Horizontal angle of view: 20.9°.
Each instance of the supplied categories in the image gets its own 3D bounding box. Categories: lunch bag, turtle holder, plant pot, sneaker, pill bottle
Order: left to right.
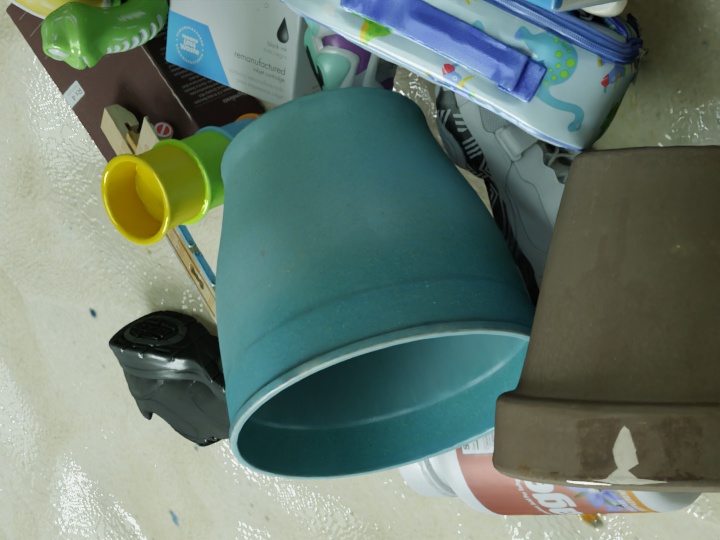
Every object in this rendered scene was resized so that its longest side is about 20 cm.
[{"bbox_3d":[-0.187,-0.215,1.282,0.141,0.131,0.186,163,103,-69],"label":"turtle holder"},{"bbox_3d":[-0.102,0.093,1.471,0.199,0.076,0.091,17,128,40],"label":"sneaker"},{"bbox_3d":[0.000,0.000,1.181,0.200,0.199,0.189,-39,55,42],"label":"plant pot"},{"bbox_3d":[0.028,-0.175,1.227,0.078,0.139,0.201,-115,5,-58],"label":"sneaker"},{"bbox_3d":[0.060,-0.141,1.097,0.199,0.161,0.083,27,103,9],"label":"lunch bag"},{"bbox_3d":[0.121,0.102,1.260,0.199,0.112,0.113,-8,104,41],"label":"pill bottle"},{"bbox_3d":[0.124,-0.066,1.213,0.115,0.075,0.201,-7,109,39],"label":"sneaker"},{"bbox_3d":[0.168,0.023,1.044,0.200,0.200,0.176,0,91,38],"label":"plant pot"}]

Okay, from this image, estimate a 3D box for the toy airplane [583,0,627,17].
[{"bbox_3d":[0.142,-0.265,1.018,0.199,0.141,0.200,-38,83,7],"label":"toy airplane"}]

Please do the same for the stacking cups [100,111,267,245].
[{"bbox_3d":[-0.079,-0.075,1.282,0.060,0.200,0.061,19,121,35],"label":"stacking cups"}]

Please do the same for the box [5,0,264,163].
[{"bbox_3d":[-0.159,-0.142,1.405,0.200,0.075,0.100,54,131,4],"label":"box"}]

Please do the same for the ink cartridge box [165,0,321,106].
[{"bbox_3d":[-0.062,-0.223,1.295,0.116,0.068,0.201,23,121,29],"label":"ink cartridge box"}]

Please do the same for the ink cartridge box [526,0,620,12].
[{"bbox_3d":[0.058,-0.232,0.974,0.200,0.084,0.147,29,122,35],"label":"ink cartridge box"}]

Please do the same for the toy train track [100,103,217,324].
[{"bbox_3d":[-0.119,-0.034,1.338,0.200,0.032,0.115,58,151,22],"label":"toy train track"}]
